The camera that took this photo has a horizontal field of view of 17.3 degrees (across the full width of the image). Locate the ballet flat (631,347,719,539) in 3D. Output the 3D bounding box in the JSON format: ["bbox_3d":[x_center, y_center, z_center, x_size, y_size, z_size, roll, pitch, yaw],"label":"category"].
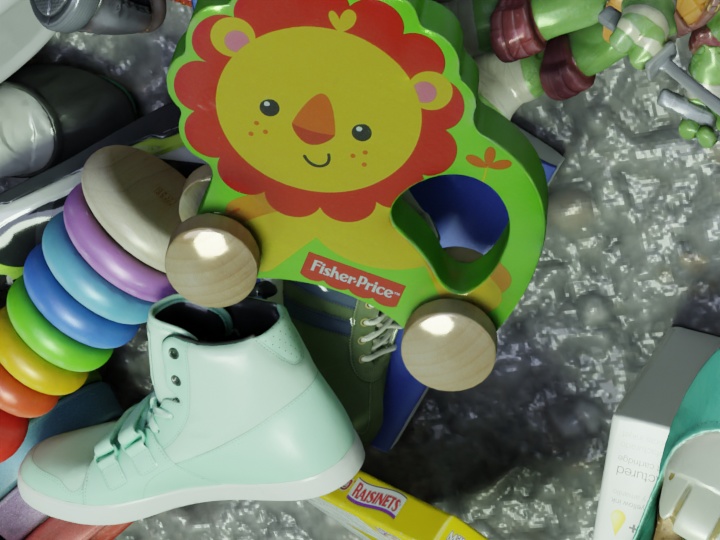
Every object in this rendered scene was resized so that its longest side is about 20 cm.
[{"bbox_3d":[0.159,0.128,1.108,0.067,0.070,0.200,23,115,12],"label":"ballet flat"}]

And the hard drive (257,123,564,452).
[{"bbox_3d":[0.006,-0.014,1.283,0.132,0.025,0.200,33,118,7],"label":"hard drive"}]

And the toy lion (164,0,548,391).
[{"bbox_3d":[0.000,-0.055,1.126,0.200,0.069,0.192,20,126,-7],"label":"toy lion"}]

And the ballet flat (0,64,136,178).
[{"bbox_3d":[-0.225,-0.079,1.326,0.200,0.068,0.068,4,117,21],"label":"ballet flat"}]

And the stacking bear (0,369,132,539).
[{"bbox_3d":[-0.209,0.075,1.361,0.114,0.121,0.200,-42,83,32],"label":"stacking bear"}]

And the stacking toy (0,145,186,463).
[{"bbox_3d":[-0.161,0.031,1.245,0.085,0.085,0.200,43,112,2],"label":"stacking toy"}]

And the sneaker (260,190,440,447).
[{"bbox_3d":[0.000,0.000,1.235,0.090,0.067,0.201,-5,105,28],"label":"sneaker"}]

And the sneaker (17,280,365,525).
[{"bbox_3d":[-0.105,0.064,1.231,0.200,0.074,0.118,-9,119,25],"label":"sneaker"}]

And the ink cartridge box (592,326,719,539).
[{"bbox_3d":[0.190,0.154,1.216,0.128,0.125,0.200,13,113,17],"label":"ink cartridge box"}]

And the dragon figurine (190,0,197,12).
[{"bbox_3d":[-0.046,-0.134,1.143,0.059,0.099,0.200,-10,95,18],"label":"dragon figurine"}]

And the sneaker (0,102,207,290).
[{"bbox_3d":[-0.144,-0.018,1.288,0.200,0.072,0.083,-30,83,12],"label":"sneaker"}]

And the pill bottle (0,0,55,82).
[{"bbox_3d":[-0.252,-0.193,1.261,0.200,0.116,0.116,48,119,7],"label":"pill bottle"}]

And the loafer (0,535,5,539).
[{"bbox_3d":[-0.205,0.188,1.427,0.072,0.073,0.200,-33,88,47],"label":"loafer"}]

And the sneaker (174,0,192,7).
[{"bbox_3d":[-0.052,-0.169,1.234,0.200,0.073,0.077,7,90,15],"label":"sneaker"}]

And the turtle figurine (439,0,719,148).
[{"bbox_3d":[0.132,-0.091,1.137,0.194,0.144,0.200,-13,100,27],"label":"turtle figurine"}]

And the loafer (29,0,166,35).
[{"bbox_3d":[-0.143,-0.205,1.218,0.072,0.063,0.200,-37,54,43],"label":"loafer"}]

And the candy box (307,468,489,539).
[{"bbox_3d":[0.024,0.136,1.242,0.102,0.200,0.026,41,79,-29],"label":"candy box"}]
